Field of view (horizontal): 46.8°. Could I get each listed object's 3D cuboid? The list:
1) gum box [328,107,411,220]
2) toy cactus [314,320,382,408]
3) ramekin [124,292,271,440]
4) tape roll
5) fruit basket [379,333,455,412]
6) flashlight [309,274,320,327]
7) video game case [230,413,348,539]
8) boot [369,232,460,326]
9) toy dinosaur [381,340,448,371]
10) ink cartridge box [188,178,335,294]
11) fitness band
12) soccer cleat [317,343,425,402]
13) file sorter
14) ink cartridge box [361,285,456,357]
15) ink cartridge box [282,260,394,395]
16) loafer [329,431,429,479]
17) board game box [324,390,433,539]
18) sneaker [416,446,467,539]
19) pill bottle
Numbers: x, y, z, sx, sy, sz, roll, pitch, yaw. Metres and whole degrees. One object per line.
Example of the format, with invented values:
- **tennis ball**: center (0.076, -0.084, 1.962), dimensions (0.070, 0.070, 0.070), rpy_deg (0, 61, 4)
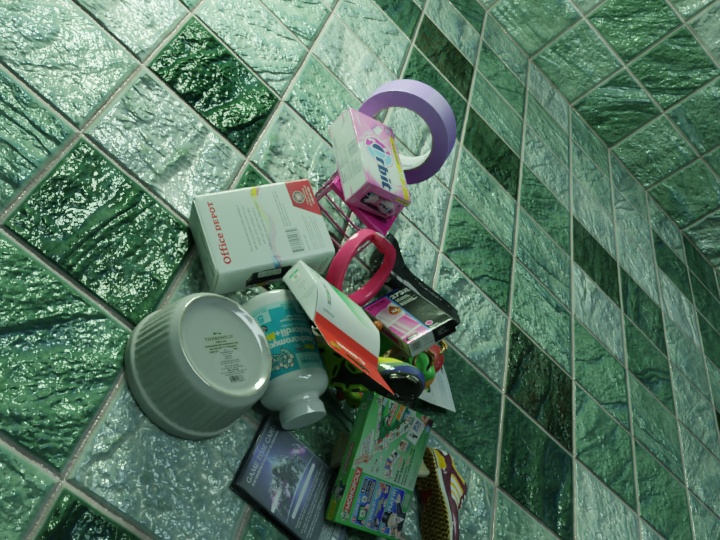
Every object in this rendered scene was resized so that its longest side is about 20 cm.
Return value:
- **gum box**: center (0.018, -0.195, 1.553), dimensions (0.113, 0.066, 0.200), rpy_deg (19, 45, -39)
- **toy cactus**: center (-0.040, 0.139, 1.409), dimensions (0.165, 0.102, 0.200), rpy_deg (16, 57, -31)
- **ramekin**: center (-0.218, 0.126, 1.170), dimensions (0.200, 0.105, 0.200), rpy_deg (33, 39, -31)
- **tape roll**: center (0.088, -0.275, 1.660), dimensions (0.200, 0.200, 0.066), rpy_deg (48, 37, -10)
- **fruit basket**: center (0.105, 0.170, 1.578), dimensions (0.200, 0.094, 0.186), rpy_deg (34, 36, -54)
- **flashlight**: center (-0.103, 0.007, 1.433), dimensions (0.068, 0.068, 0.200), rpy_deg (26, 29, -39)
- **video game case**: center (-0.091, 0.327, 1.234), dimensions (0.200, 0.019, 0.143), rpy_deg (44, 34, -14)
- **boot**: center (0.113, 0.026, 1.670), dimensions (0.200, 0.066, 0.165), rpy_deg (35, 29, -11)
- **toy dinosaur**: center (0.102, 0.114, 1.471), dimensions (0.106, 0.060, 0.200), rpy_deg (38, 47, 0)
- **ink cartridge box**: center (-0.163, -0.056, 1.347), dimensions (0.200, 0.083, 0.146), rpy_deg (-11, 68, -24)
- **fitness band**: center (0.000, 0.000, 1.488), dimensions (0.037, 0.144, 0.200), rpy_deg (36, -2, 22)
- **soccer cleat**: center (0.006, 0.163, 1.344), dimensions (0.200, 0.065, 0.084), rpy_deg (15, 13, 4)
- **file sorter**: center (-0.014, -0.127, 1.628), dimensions (0.139, 0.125, 0.200), rpy_deg (47, 33, -10)
- **ink cartridge box**: center (0.074, 0.079, 1.467), dimensions (0.200, 0.095, 0.037), rpy_deg (34, -32, 55)
- **ink cartridge box**: center (-0.021, 0.084, 1.262), dimensions (0.161, 0.050, 0.200), rpy_deg (40, 4, -38)
- **loafer**: center (0.036, 0.305, 1.359), dimensions (0.200, 0.076, 0.068), rpy_deg (22, 52, -39)
- **board game box**: center (0.032, 0.303, 1.283), dimensions (0.134, 0.029, 0.200), rpy_deg (30, 70, -32)
- **sneaker**: center (0.151, 0.399, 1.423), dimensions (0.090, 0.075, 0.200), rpy_deg (20, 47, -34)
- **pill bottle**: center (-0.116, 0.138, 1.279), dimensions (0.111, 0.111, 0.200), rpy_deg (7, 55, -49)
